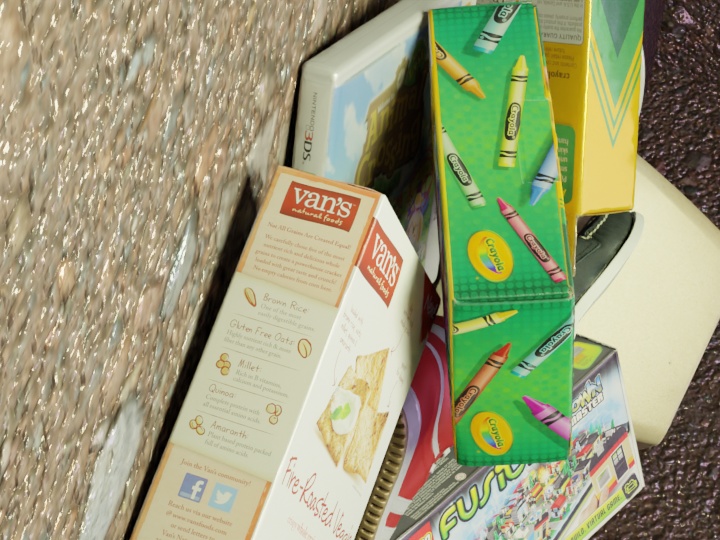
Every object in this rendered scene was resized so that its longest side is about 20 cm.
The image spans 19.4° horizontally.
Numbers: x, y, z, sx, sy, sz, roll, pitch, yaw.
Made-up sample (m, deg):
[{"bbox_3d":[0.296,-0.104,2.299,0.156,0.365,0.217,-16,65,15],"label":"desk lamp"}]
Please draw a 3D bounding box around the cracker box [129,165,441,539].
[{"bbox_3d":[-0.032,0.073,0.934,0.134,0.057,0.202,56,51,-66],"label":"cracker box"}]

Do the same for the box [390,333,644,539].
[{"bbox_3d":[0.085,0.138,1.241,0.200,0.035,0.111,-38,129,-30],"label":"box"}]

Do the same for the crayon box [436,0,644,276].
[{"bbox_3d":[0.093,-0.107,1.166,0.051,0.125,0.202,-7,103,-43],"label":"crayon box"}]

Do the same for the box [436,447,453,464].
[{"bbox_3d":[0.054,0.120,1.250,0.199,0.032,0.122,11,97,-46],"label":"box"}]

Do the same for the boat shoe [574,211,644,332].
[{"bbox_3d":[0.108,0.012,1.238,0.076,0.060,0.200,-54,178,40],"label":"boat shoe"}]

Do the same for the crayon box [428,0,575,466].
[{"bbox_3d":[0.067,-0.020,1.027,0.119,0.058,0.201,85,2,-48],"label":"crayon box"}]

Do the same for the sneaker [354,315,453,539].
[{"bbox_3d":[0.005,0.111,1.125,0.112,0.071,0.201,-41,160,-51],"label":"sneaker"}]

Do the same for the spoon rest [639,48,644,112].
[{"bbox_3d":[0.121,-0.070,1.272,0.099,0.061,0.201,-8,-137,52],"label":"spoon rest"}]

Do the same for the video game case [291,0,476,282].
[{"bbox_3d":[0.009,-0.044,1.082,0.200,0.022,0.184,-42,143,-59],"label":"video game case"}]

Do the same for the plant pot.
[{"bbox_3d":[0.139,0.021,1.404,0.201,0.176,0.200,-63,180,-8],"label":"plant pot"}]
